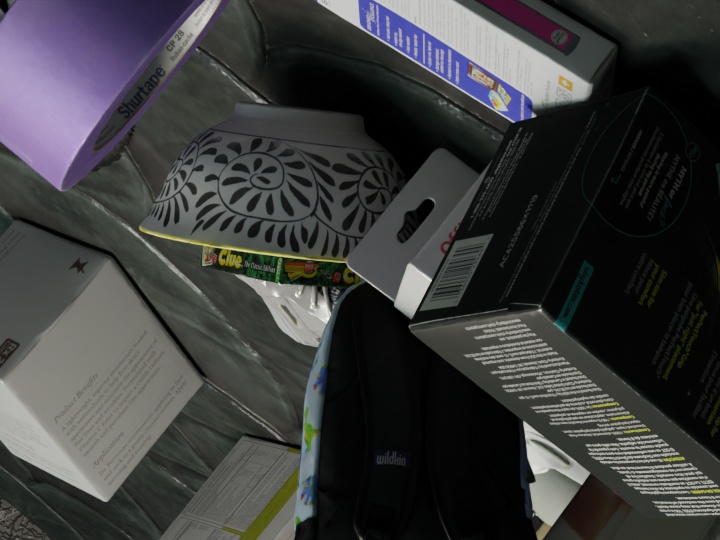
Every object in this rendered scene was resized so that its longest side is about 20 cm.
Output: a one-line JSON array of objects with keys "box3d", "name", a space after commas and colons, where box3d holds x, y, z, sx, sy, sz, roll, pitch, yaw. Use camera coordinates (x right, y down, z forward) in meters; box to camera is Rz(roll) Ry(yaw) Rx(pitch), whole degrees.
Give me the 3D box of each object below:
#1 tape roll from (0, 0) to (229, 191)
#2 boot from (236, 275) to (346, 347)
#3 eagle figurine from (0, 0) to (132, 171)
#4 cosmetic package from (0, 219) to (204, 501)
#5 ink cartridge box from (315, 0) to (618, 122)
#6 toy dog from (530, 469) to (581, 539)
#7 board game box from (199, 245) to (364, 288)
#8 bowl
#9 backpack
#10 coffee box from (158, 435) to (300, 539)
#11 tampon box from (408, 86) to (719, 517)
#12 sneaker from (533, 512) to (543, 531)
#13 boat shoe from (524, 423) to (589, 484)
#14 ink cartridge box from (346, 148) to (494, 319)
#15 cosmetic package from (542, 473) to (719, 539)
[{"box3d": [-0.157, -0.153, 1.437, 0.085, 0.200, 0.200, 38, 160, -1], "name": "tape roll"}, {"box3d": [-0.041, 0.000, 1.774, 0.095, 0.074, 0.200, 16, 159, 35], "name": "boot"}, {"box3d": [-0.271, -0.145, 1.815, 0.200, 0.149, 0.153, -29, -69, -80], "name": "eagle figurine"}, {"box3d": [-0.296, 0.088, 2.254, 0.164, 0.165, 0.201, 19, 151, 44], "name": "cosmetic package"}, {"box3d": [0.057, -0.143, 1.325, 0.199, 0.037, 0.095, 31, 160, 16], "name": "ink cartridge box"}, {"box3d": [0.126, 0.143, 1.713, 0.199, 0.133, 0.096, 21, 177, 20], "name": "toy dog"}, {"box3d": [0.000, 0.000, 1.574, 0.199, 0.024, 0.104, 4, -179, -36], "name": "board game box"}, {"box3d": [-0.047, -0.063, 1.543, 0.199, 0.095, 0.201, 6, -175, 0], "name": "bowl"}, {"box3d": [0.030, 0.100, 1.477, 0.161, 0.202, 0.154, -1, 167, -6], "name": "backpack"}, {"box3d": [-0.073, 0.313, 2.290, 0.200, 0.200, 0.197, 49, 158, -25], "name": "coffee box"}, {"box3d": [0.159, 0.023, 1.280, 0.200, 0.151, 0.126, 39, 156, -24], "name": "tampon box"}, {"box3d": [0.138, 0.174, 1.803, 0.199, 0.077, 0.084, 28, 161, 26], "name": "sneaker"}, {"box3d": [0.129, 0.115, 1.613, 0.199, 0.067, 0.074, 27, -165, -12], "name": "boat shoe"}, {"box3d": [0.102, 0.003, 1.435, 0.199, 0.116, 0.067, 36, 157, 7], "name": "ink cartridge box"}, {"box3d": [0.188, 0.166, 1.515, 0.087, 0.200, 0.104, 33, 158, 17], "name": "cosmetic package"}]
